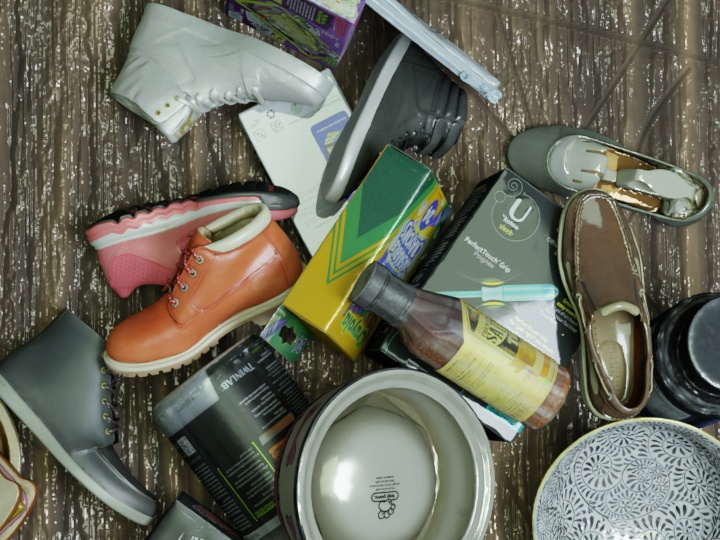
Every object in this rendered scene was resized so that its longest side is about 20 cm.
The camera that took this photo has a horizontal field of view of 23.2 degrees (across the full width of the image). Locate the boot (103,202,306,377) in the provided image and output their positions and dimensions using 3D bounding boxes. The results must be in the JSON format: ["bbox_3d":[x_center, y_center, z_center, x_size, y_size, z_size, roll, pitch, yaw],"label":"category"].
[{"bbox_3d":[-0.149,0.015,1.553,0.200,0.075,0.107,-29,126,-5],"label":"boot"}]

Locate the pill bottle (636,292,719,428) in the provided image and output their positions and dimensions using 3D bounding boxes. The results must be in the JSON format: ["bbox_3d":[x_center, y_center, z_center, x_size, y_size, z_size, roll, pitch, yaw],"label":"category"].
[{"bbox_3d":[0.305,0.082,1.568,0.111,0.200,0.112,1,78,-6],"label":"pill bottle"}]

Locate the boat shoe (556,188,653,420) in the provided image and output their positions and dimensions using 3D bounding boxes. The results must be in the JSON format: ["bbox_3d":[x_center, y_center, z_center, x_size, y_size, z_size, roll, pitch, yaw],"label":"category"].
[{"bbox_3d":[0.219,0.028,1.509,0.074,0.075,0.203,-10,90,-9],"label":"boat shoe"}]

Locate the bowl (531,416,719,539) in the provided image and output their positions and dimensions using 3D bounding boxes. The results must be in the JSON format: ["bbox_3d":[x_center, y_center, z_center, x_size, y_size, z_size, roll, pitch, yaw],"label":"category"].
[{"bbox_3d":[0.253,0.208,1.599,0.200,0.094,0.202,0,110,1],"label":"bowl"}]

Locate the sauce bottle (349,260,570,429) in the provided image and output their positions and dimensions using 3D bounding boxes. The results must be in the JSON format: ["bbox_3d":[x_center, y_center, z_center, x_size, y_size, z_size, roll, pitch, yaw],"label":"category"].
[{"bbox_3d":[0.084,0.060,1.482,0.200,0.066,0.066,33,83,-15],"label":"sauce bottle"}]

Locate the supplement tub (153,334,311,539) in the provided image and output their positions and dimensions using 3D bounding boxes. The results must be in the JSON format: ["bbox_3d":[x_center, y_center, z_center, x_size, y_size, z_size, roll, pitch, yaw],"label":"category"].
[{"bbox_3d":[-0.083,0.168,1.572,0.122,0.123,0.200,-37,90,-7],"label":"supplement tub"}]

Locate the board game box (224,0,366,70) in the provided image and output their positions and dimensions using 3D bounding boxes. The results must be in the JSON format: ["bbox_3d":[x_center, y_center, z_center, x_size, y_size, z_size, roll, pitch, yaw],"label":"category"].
[{"bbox_3d":[-0.061,-0.235,1.565,0.120,0.200,0.032,31,83,-3],"label":"board game box"}]

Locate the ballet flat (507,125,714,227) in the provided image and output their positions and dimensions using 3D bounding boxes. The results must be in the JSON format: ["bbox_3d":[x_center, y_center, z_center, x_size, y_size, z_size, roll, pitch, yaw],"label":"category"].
[{"bbox_3d":[0.238,-0.094,1.649,0.199,0.064,0.068,17,84,-3],"label":"ballet flat"}]

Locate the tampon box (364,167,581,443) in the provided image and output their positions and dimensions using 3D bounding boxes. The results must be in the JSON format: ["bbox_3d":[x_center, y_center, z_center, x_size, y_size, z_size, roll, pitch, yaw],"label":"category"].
[{"bbox_3d":[0.123,0.034,1.597,0.150,0.126,0.200,36,83,-4],"label":"tampon box"}]

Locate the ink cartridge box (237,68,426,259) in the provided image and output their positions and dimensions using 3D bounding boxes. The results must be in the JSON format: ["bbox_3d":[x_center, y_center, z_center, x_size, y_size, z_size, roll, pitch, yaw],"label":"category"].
[{"bbox_3d":[-0.027,-0.078,1.638,0.099,0.039,0.201,-26,87,-7],"label":"ink cartridge box"}]

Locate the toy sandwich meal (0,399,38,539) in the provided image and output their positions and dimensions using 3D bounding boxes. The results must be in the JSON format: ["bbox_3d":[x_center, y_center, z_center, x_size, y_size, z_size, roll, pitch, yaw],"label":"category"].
[{"bbox_3d":[-0.395,0.178,1.568,0.204,0.070,0.206,0,86,-5],"label":"toy sandwich meal"}]

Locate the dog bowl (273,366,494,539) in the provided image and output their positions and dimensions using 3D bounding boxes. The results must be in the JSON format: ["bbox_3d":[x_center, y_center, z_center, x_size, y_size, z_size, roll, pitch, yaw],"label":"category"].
[{"bbox_3d":[0.014,0.183,1.501,0.199,0.074,0.201,1,87,-32],"label":"dog bowl"}]

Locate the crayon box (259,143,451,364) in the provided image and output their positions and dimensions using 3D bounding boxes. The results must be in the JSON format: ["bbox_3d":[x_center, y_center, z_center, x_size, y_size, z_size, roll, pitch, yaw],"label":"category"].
[{"bbox_3d":[0.000,0.000,1.548,0.051,0.126,0.200,32,84,17],"label":"crayon box"}]

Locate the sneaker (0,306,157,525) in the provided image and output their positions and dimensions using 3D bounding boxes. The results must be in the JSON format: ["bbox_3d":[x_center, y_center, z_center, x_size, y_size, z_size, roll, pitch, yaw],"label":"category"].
[{"bbox_3d":[-0.234,0.131,1.584,0.106,0.075,0.200,-45,89,-7],"label":"sneaker"}]

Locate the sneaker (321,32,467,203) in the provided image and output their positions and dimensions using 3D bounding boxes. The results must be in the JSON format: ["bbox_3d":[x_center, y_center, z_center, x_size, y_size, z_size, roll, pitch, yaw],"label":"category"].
[{"bbox_3d":[0.038,-0.122,1.600,0.099,0.071,0.200,33,55,-10],"label":"sneaker"}]

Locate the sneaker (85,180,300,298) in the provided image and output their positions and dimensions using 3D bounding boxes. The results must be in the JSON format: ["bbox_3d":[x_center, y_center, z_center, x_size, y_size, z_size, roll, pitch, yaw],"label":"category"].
[{"bbox_3d":[-0.147,-0.027,1.610,0.199,0.074,0.087,-12,101,8],"label":"sneaker"}]

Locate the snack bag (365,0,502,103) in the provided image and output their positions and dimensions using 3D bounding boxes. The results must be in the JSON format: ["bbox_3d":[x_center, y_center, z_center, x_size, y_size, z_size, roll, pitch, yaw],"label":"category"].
[{"bbox_3d":[0.053,-0.217,1.578,0.188,0.200,0.021,39,98,-1],"label":"snack bag"}]

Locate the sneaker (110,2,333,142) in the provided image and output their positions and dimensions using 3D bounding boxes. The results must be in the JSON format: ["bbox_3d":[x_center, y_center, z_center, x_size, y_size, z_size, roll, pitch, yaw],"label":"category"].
[{"bbox_3d":[-0.131,-0.159,1.602,0.199,0.074,0.116,21,80,19],"label":"sneaker"}]

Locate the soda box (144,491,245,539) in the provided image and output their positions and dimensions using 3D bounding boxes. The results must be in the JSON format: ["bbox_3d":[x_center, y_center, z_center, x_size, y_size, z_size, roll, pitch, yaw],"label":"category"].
[{"bbox_3d":[-0.102,0.285,1.585,0.200,0.071,0.063,35,89,-1],"label":"soda box"}]
